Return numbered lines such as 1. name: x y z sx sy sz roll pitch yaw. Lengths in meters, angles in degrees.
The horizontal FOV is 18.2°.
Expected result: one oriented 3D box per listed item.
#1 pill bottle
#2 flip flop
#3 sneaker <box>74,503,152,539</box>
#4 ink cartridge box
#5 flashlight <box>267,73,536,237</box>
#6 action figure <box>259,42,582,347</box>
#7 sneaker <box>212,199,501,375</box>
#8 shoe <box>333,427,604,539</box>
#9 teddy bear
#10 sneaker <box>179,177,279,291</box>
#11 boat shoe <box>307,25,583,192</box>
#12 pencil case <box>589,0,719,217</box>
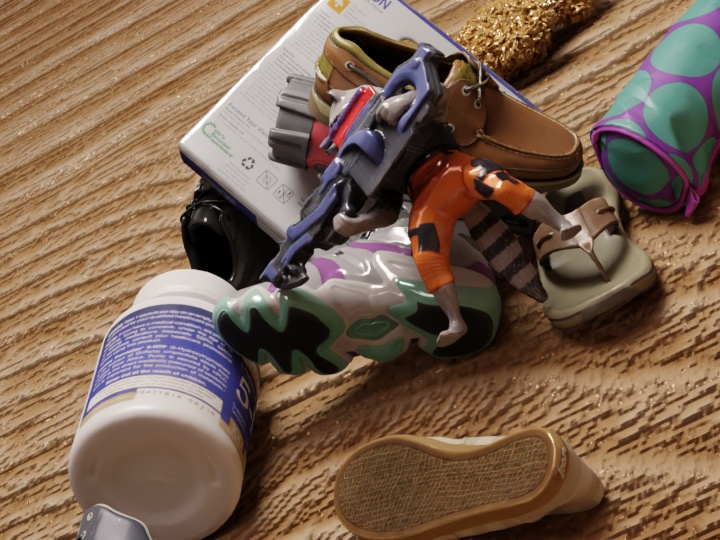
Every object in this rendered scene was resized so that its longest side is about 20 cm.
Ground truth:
1. pill bottle: -0.132 0.089 1.583 0.119 0.120 0.200 -24 28 19
2. flip flop: 0.149 -0.025 1.523 0.081 0.058 0.200 -27 27 14
3. sneaker: -0.206 0.230 1.458 0.202 0.077 0.147 -9 45 24
4. ink cartridge box: 0.002 -0.097 1.669 0.200 0.196 0.043 -46 -15 -13
5. flashlight: 0.036 -0.086 1.612 0.199 0.068 0.068 14 33 4
6. action figure: 0.032 -0.040 1.488 0.200 0.104 0.194 -47 63 24
7. sneaker: 0.000 0.000 1.575 0.199 0.078 0.140 -1 44 5
8. shoe: 0.062 0.135 1.370 0.200 0.053 0.070 -11 66 46
9. teddy bear: 0.111 -0.195 1.850 0.200 0.067 0.145 -36 24 -6
10. sneaker: -0.094 -0.050 1.715 0.076 0.091 0.201 -15 67 34
11. boat shoe: 0.063 -0.112 1.550 0.199 0.068 0.072 15 37 -1
12. pencil case: 0.245 -0.130 1.564 0.200 0.092 0.085 -49 -12 -26
